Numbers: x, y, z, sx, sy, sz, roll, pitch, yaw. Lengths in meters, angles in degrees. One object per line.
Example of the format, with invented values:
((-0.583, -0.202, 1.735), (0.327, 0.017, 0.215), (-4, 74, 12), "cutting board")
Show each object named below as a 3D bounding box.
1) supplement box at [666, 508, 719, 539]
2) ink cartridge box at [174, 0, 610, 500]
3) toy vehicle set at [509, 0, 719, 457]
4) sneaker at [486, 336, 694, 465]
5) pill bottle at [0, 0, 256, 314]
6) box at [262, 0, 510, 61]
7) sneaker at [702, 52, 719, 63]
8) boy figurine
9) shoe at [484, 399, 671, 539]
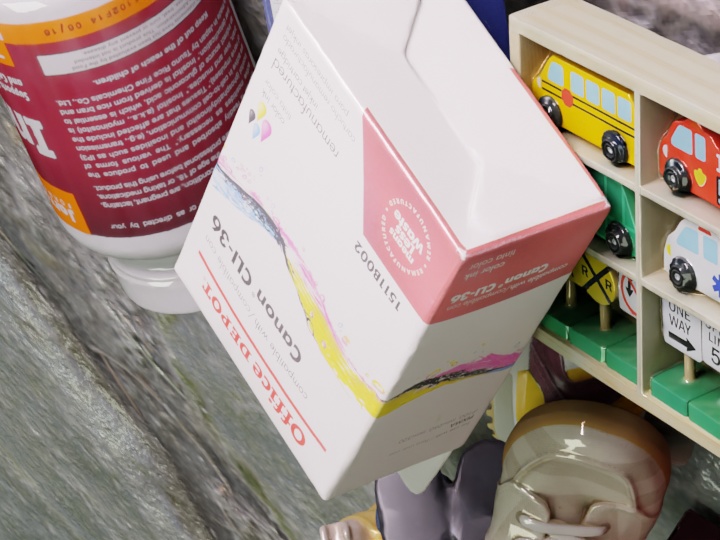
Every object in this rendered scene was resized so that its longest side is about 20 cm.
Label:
((0.146, 0.215, 1.142), (0.061, 0.109, 0.200), (29, 150, 25), "supplement box")
((0.000, 0.000, 0.873), (0.117, 0.067, 0.200), (56, 147, 22), "ink cartridge box")
((0.119, 0.001, 0.772), (0.200, 0.026, 0.124), (34, 137, 48), "toy vehicle set")
((0.099, -0.002, 0.965), (0.090, 0.075, 0.200), (12, 138, 17), "sneaker")
((-0.102, -0.079, 1.101), (0.113, 0.113, 0.200), (23, 146, 41), "pill bottle")
((0.011, -0.071, 0.910), (0.121, 0.032, 0.200), (14, 118, 53), "box")
((0.169, -0.032, 0.762), (0.200, 0.078, 0.091), (179, 81, -67), "sneaker")
((0.043, 0.134, 1.197), (0.124, 0.064, 0.200), (-2, 160, 2), "boy figurine")
((0.086, 0.116, 1.013), (0.070, 0.053, 0.200), (9, 150, 1), "shoe")
